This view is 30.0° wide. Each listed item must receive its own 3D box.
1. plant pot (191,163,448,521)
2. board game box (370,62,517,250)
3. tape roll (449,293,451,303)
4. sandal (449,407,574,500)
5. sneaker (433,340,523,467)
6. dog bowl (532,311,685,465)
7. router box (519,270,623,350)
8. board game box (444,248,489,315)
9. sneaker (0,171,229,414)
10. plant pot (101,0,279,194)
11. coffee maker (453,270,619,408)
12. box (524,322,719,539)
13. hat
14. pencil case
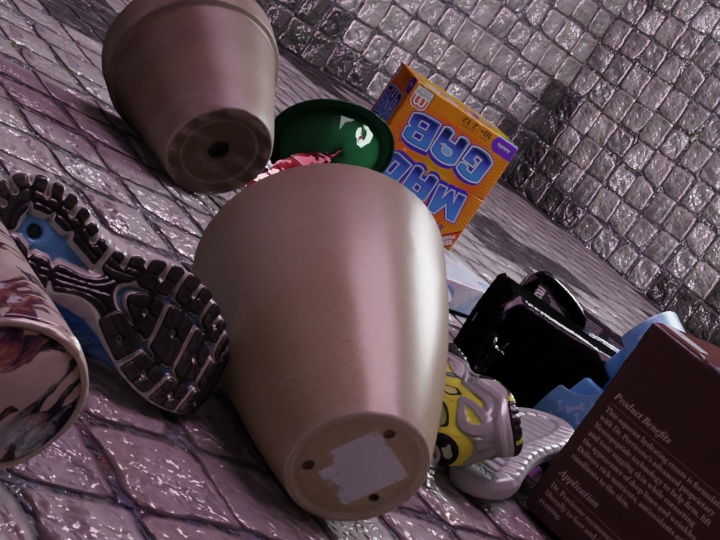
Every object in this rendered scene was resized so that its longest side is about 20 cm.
[{"bbox_3d":[-0.015,0.061,0.899,0.186,0.188,0.201,29,26,-28],"label":"plant pot"},{"bbox_3d":[0.105,-0.190,2.199,0.199,0.201,0.200,32,11,-14],"label":"board game box"},{"bbox_3d":[0.000,0.000,1.436,0.199,0.066,0.200,33,10,-7],"label":"tape roll"},{"bbox_3d":[0.124,0.164,1.171,0.082,0.050,0.202,23,19,24],"label":"sandal"},{"bbox_3d":[0.059,0.108,1.123,0.076,0.076,0.200,-14,13,-19],"label":"sneaker"},{"bbox_3d":[0.249,0.124,1.330,0.050,0.199,0.112,52,0,27],"label":"dog bowl"},{"bbox_3d":[0.254,0.097,1.637,0.199,0.062,0.150,36,-14,3],"label":"router box"},{"bbox_3d":[0.074,-0.016,1.783,0.199,0.044,0.199,41,12,33],"label":"board game box"},{"bbox_3d":[-0.164,0.013,0.847,0.200,0.079,0.090,46,-22,-23],"label":"sneaker"},{"bbox_3d":[-0.169,-0.183,1.448,0.199,0.200,0.174,26,29,-38],"label":"plant pot"},{"bbox_3d":[0.206,0.118,1.452,0.199,0.135,0.193,32,34,-6],"label":"coffee maker"},{"bbox_3d":[0.283,0.181,1.158,0.166,0.201,0.164,42,13,33],"label":"box"},{"bbox_3d":[-0.053,-0.106,1.735,0.198,0.167,0.177,6,47,-7],"label":"hat"},{"bbox_3d":[-0.205,0.020,0.680,0.200,0.089,0.078,43,-17,52],"label":"pencil case"}]
